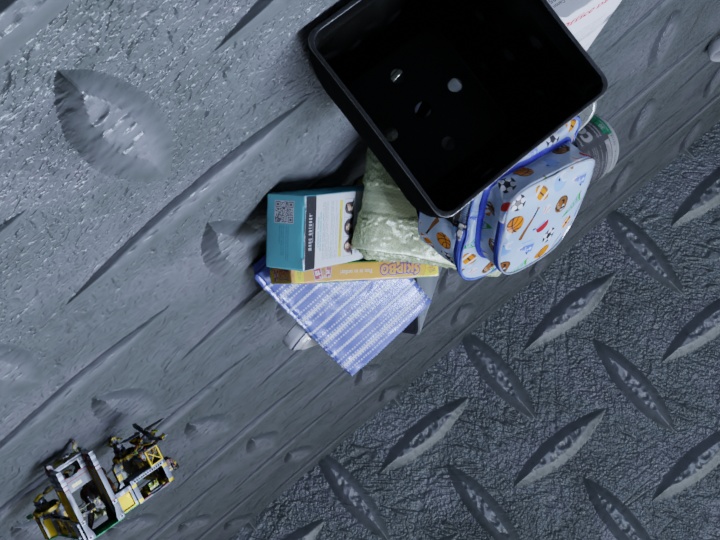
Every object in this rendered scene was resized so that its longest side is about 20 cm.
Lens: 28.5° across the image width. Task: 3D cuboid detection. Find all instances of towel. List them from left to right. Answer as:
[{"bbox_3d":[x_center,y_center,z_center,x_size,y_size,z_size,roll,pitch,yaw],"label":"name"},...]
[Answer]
[{"bbox_3d":[-0.022,0.019,1.744,0.145,0.200,0.024,-42,-153,0],"label":"towel"},{"bbox_3d":[0.091,-0.075,1.631,0.198,0.150,0.036,8,-179,-22],"label":"towel"}]

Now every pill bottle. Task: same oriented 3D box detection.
[{"bbox_3d":[0.313,-0.170,2.241,0.199,0.113,0.113,-31,165,-43],"label":"pill bottle"}]

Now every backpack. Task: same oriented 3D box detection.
[{"bbox_3d":[0.151,-0.085,1.530,0.199,0.154,0.191,-22,149,-29],"label":"backpack"}]

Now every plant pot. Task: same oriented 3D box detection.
[{"bbox_3d":[0.075,-0.171,1.315,0.200,0.200,0.177,-38,180,-10],"label":"plant pot"}]

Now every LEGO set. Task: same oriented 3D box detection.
[{"bbox_3d":[-0.343,0.256,1.828,0.199,0.117,0.153,-30,-165,-26],"label":"LEGO set"}]

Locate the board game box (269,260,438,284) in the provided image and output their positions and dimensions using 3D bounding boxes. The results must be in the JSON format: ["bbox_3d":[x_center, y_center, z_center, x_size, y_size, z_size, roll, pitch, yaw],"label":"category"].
[{"bbox_3d":[0.000,0.000,1.677,0.198,0.030,0.095,-6,-179,-18],"label":"board game box"}]

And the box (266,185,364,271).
[{"bbox_3d":[-0.037,-0.051,1.603,0.200,0.049,0.083,-12,105,-63],"label":"box"}]

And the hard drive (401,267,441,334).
[{"bbox_3d":[0.085,-0.035,1.864,0.201,0.033,0.140,-69,160,-46],"label":"hard drive"}]

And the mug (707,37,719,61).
[{"bbox_3d":[0.753,-0.429,2.672,0.198,0.149,0.175,-8,173,-4],"label":"mug"}]

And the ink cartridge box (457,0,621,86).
[{"bbox_3d":[0.204,-0.275,1.565,0.146,0.083,0.200,-34,167,-28],"label":"ink cartridge box"}]

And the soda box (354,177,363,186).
[{"bbox_3d":[-0.010,-0.039,1.804,0.064,0.068,0.200,-28,163,-47],"label":"soda box"}]

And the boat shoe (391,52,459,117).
[{"bbox_3d":[0.098,-0.227,1.462,0.200,0.062,0.075,-45,166,15],"label":"boat shoe"}]

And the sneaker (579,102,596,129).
[{"bbox_3d":[0.201,-0.173,1.731,0.202,0.077,0.146,-36,-165,19],"label":"sneaker"}]

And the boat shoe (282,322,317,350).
[{"bbox_3d":[-0.016,0.064,1.829,0.199,0.066,0.072,-27,163,-46],"label":"boat shoe"}]
